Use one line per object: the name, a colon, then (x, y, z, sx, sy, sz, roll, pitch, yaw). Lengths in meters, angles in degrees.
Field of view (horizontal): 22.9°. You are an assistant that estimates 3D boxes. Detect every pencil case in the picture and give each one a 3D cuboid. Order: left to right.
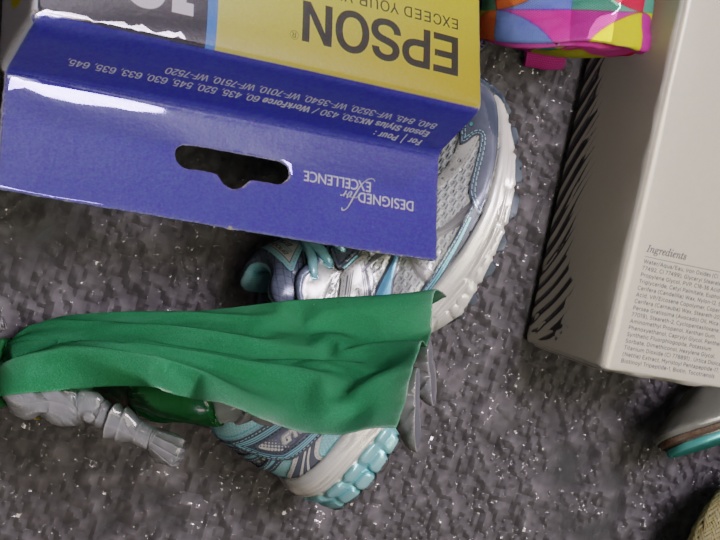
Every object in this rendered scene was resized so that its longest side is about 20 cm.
pencil case: (0.090, -0.188, 0.781, 0.088, 0.088, 0.202, -2, 100, -27)

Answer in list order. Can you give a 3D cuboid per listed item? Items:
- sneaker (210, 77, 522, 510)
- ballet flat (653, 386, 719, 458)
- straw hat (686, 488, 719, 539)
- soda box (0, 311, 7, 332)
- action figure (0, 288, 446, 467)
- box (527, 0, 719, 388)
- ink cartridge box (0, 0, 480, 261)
sneaker: (0.000, 0.000, 0.770, 0.086, 0.078, 0.201, 26, 86, -25)
ballet flat: (0.225, 0.047, 0.912, 0.199, 0.067, 0.064, -10, 76, -27)
straw hat: (0.204, 0.148, 0.891, 0.084, 0.201, 0.203, 16, 91, 11)
soda box: (-0.208, -0.053, 0.659, 0.070, 0.063, 0.201, -30, 111, -20)
action figure: (-0.071, 0.042, 0.707, 0.198, 0.118, 0.055, 1, 108, 13)
box: (0.146, -0.051, 0.841, 0.082, 0.068, 0.202, 11, 93, -29)
ink cartridge box: (-0.042, -0.118, 0.708, 0.196, 0.047, 0.202, 8, 71, -30)
